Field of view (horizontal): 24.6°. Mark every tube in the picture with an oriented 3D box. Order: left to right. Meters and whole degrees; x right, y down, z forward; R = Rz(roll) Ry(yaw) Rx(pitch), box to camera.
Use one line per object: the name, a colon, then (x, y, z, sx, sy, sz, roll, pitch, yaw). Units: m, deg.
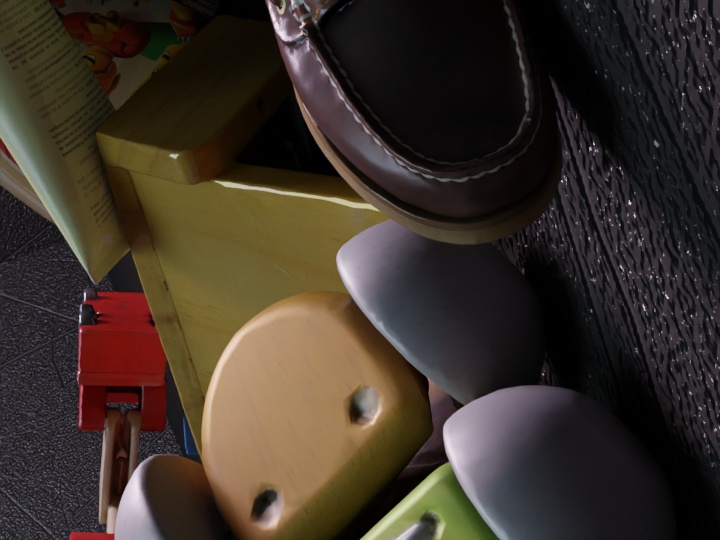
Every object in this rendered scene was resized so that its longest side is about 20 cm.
tube: (-0.152, -0.093, 0.720, 0.201, 0.058, 0.052, 58, 165, -17)

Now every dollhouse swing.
dollhouse swing: (0.000, 0.000, 0.760, 0.182, 0.175, 0.201, -55, -42, -50)

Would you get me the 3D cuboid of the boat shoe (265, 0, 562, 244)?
boat shoe: (-0.001, -0.097, 0.486, 0.070, 0.070, 0.200, 78, 167, -54)

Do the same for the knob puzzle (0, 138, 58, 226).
knob puzzle: (-0.166, -0.112, 0.889, 0.220, 0.030, 0.220, 44, -146, -40)

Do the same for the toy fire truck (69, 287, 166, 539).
toy fire truck: (-0.128, 0.089, 0.878, 0.200, 0.048, 0.142, -142, 55, -79)

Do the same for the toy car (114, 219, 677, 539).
toy car: (0.025, 0.098, 0.564, 0.150, 0.175, 0.200, 32, -162, -42)

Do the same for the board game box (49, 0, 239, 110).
board game box: (-0.161, -0.128, 0.794, 0.035, 0.199, 0.127, 34, 100, 50)

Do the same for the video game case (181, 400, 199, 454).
video game case: (-0.101, -0.019, 0.916, 0.143, 0.018, 0.201, 96, 166, -55)

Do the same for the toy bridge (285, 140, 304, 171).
toy bridge: (-0.043, -0.005, 0.978, 0.200, 0.027, 0.067, 99, 148, -69)
